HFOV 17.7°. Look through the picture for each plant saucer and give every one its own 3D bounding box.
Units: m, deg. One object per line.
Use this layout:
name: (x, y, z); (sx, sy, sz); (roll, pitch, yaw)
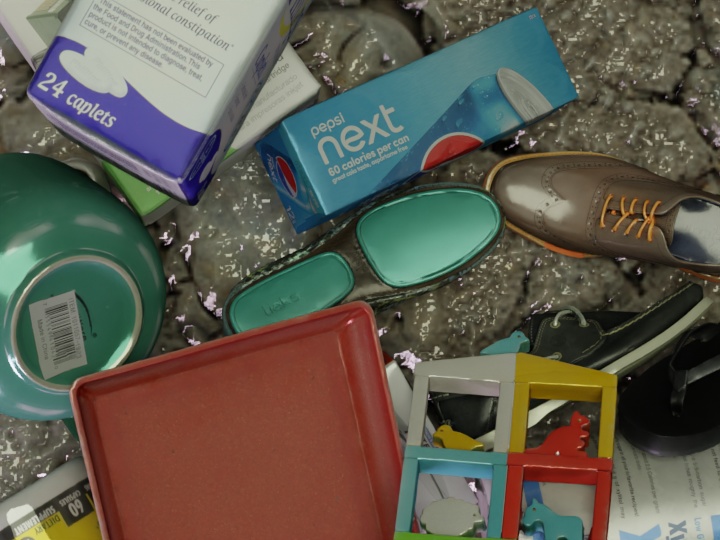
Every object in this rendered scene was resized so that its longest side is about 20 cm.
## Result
plant saucer: (-0.069, 0.137, 1.430); (0.198, 0.037, 0.201); (-15, 98, -18)

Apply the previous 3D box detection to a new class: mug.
mug: (-0.185, 0.022, 1.433); (0.185, 0.114, 0.153); (30, 90, -35)

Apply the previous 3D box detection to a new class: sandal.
sandal: (0.231, 0.054, 1.487); (0.200, 0.076, 0.043); (-36, 130, -38)

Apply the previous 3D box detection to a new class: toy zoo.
toy zoo: (0.091, 0.123, 1.425); (0.130, 0.021, 0.201); (4, 55, 8)

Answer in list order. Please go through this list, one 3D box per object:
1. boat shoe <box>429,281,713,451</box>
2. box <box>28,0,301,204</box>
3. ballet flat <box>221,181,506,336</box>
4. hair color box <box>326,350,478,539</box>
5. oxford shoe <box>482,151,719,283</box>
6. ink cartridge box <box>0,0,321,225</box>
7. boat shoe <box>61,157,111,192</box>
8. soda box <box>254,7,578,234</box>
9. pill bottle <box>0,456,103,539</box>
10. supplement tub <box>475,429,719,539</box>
boat shoe: (0.138, 0.052, 1.516); (0.199, 0.072, 0.068); (-27, 82, -3)
box: (-0.097, -0.153, 1.367); (0.104, 0.184, 0.201); (29, 87, -1)
ballet flat: (0.000, 0.000, 1.516); (0.199, 0.074, 0.075); (-21, 88, -7)
hair color box: (-0.037, 0.153, 1.502); (0.199, 0.064, 0.111); (-32, 98, -3)
oxford shoe: (0.180, -0.040, 1.521); (0.198, 0.073, 0.072); (11, 87, -2)
ink cartridge box: (-0.141, -0.153, 1.507); (0.145, 0.084, 0.201); (-36, 89, -4)
boat shoe: (-0.246, -0.002, 1.502); (0.200, 0.070, 0.071); (-37, 89, -4)
soda box: (0.037, -0.097, 1.494); (0.199, 0.064, 0.068); (-26, 89, -21)
pill bottle: (-0.171, 0.229, 1.474); (0.111, 0.111, 0.201); (-32, 90, -4)
supplement tub: (0.180, 0.165, 1.483); (0.198, 0.132, 0.133); (-9, 88, -2)
